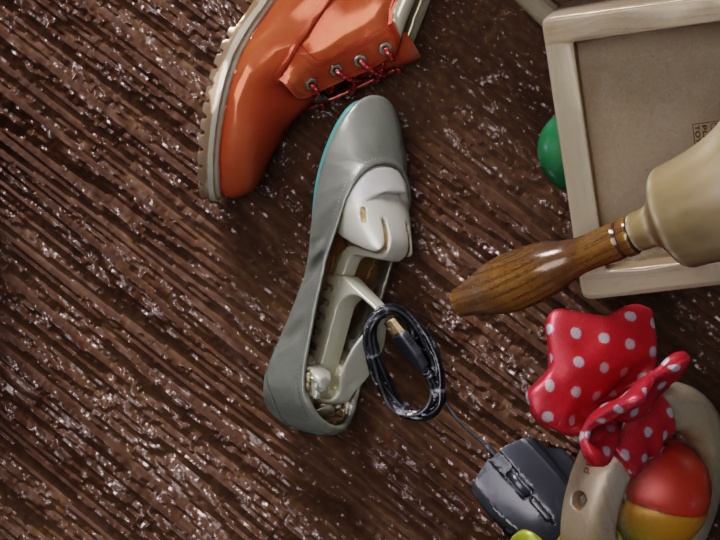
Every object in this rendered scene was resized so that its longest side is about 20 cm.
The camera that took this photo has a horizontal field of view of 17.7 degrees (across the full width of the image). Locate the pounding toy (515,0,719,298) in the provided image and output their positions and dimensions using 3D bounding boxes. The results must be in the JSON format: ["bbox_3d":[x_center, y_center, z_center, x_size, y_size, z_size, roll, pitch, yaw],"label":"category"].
[{"bbox_3d":[0.174,-0.093,1.294,0.200,0.142,0.184,-7,100,13],"label":"pounding toy"}]

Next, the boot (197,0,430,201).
[{"bbox_3d":[-0.025,-0.122,1.353,0.107,0.075,0.200,24,91,6],"label":"boot"}]

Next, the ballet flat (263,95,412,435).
[{"bbox_3d":[0.000,0.000,1.339,0.064,0.067,0.200,21,96,45],"label":"ballet flat"}]

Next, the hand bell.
[{"bbox_3d":[0.134,-0.017,1.213,0.200,0.104,0.104,-21,83,28],"label":"hand bell"}]

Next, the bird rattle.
[{"bbox_3d":[0.143,0.116,1.267,0.113,0.163,0.200,8,94,38],"label":"bird rattle"}]

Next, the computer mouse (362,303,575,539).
[{"bbox_3d":[0.072,0.099,1.312,0.059,0.034,0.200,-43,98,2],"label":"computer mouse"}]
